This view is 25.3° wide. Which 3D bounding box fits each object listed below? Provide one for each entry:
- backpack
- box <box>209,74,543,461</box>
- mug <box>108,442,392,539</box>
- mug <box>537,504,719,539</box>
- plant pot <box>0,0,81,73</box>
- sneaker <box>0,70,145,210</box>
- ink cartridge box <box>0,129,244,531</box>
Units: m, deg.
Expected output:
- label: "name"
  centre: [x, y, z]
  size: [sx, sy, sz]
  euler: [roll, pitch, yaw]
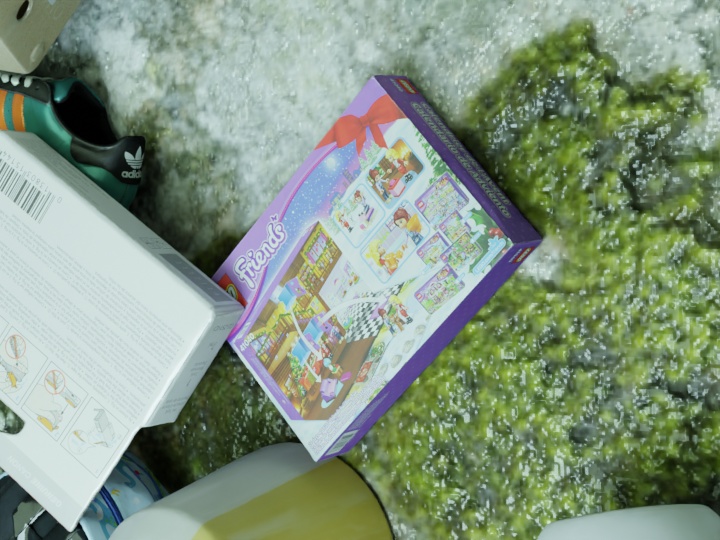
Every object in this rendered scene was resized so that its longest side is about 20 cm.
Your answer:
- label: "backpack"
  centre: [-0.209, 0.210, 1.090]
  size: [0.163, 0.154, 0.200]
  euler: [46, 136, 27]
- label: "box"
  centre: [0.000, 0.000, 0.971]
  size: [0.137, 0.039, 0.200]
  euler: [52, 120, 19]
- label: "mug"
  centre: [-0.067, 0.183, 0.968]
  size: [0.186, 0.153, 0.150]
  euler: [-28, 78, 33]
- label: "mug"
  centre: [0.130, 0.220, 0.839]
  size: [0.200, 0.147, 0.176]
  euler: [-20, 69, 43]
- label: "plant pot"
  centre: [-0.261, -0.241, 1.019]
  size: [0.177, 0.200, 0.200]
  euler: [30, 81, 11]
- label: "sneaker"
  centre: [-0.222, -0.109, 1.104]
  size: [0.200, 0.071, 0.080]
  euler: [37, 111, 20]
- label: "ink cartridge box"
  centre: [-0.199, 0.036, 1.034]
  size: [0.200, 0.045, 0.176]
  euler: [39, 105, 19]
